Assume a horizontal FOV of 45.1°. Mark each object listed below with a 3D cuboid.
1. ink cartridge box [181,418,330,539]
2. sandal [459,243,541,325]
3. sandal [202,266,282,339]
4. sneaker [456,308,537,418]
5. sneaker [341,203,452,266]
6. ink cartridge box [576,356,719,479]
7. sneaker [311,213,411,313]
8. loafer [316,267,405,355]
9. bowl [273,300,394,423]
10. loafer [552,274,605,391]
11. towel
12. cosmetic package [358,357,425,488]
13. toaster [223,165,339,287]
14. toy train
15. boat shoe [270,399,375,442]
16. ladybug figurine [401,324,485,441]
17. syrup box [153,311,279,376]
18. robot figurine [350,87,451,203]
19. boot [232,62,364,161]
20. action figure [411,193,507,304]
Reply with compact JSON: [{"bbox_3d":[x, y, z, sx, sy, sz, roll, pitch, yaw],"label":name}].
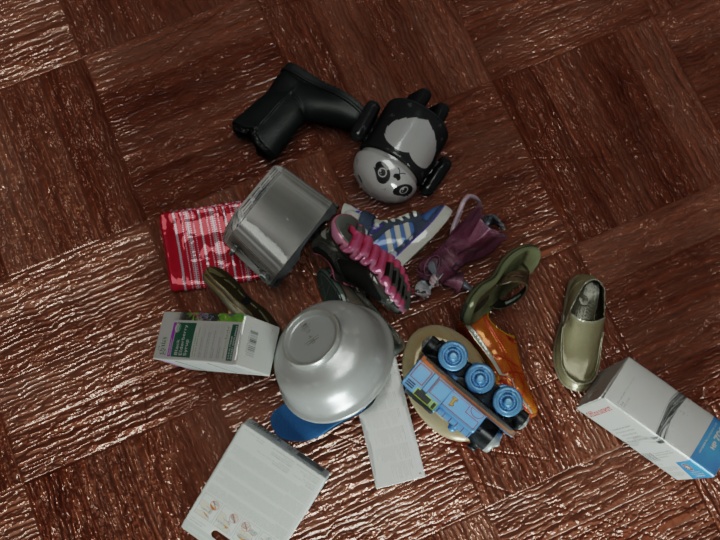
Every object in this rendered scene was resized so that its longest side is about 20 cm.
[{"bbox_3d":[-0.166,0.363,1.379,0.160,0.047,0.200,32,95,7],"label":"ink cartridge box"},{"bbox_3d":[0.238,0.032,1.418,0.057,0.080,0.201,27,52,31],"label":"sandal"},{"bbox_3d":[-0.193,0.078,1.425,0.200,0.080,0.054,45,105,5],"label":"sandal"},{"bbox_3d":[0.238,0.147,1.418,0.077,0.073,0.200,-28,81,-18],"label":"sneaker"},{"bbox_3d":[0.040,-0.078,1.460,0.200,0.081,0.146,-43,87,-4],"label":"sneaker"},{"bbox_3d":[0.460,0.236,1.360,0.200,0.146,0.086,37,77,7],"label":"ink cartridge box"},{"bbox_3d":[0.000,0.000,1.392,0.200,0.095,0.079,48,35,-19],"label":"sneaker"},{"bbox_3d":[-0.001,0.070,1.427,0.063,0.072,0.200,-19,57,-28],"label":"loafer"},{"bbox_3d":[-0.056,0.120,1.308,0.200,0.090,0.202,-14,53,20],"label":"bowl"},{"bbox_3d":[0.364,0.098,1.432,0.075,0.068,0.201,6,76,0],"label":"loafer"},{"bbox_3d":[-0.236,-0.047,1.479,0.199,0.022,0.145,-9,78,-4],"label":"towel"},{"bbox_3d":[0.041,0.243,1.399,0.082,0.051,0.201,-13,76,0],"label":"cosmetic package"},{"bbox_3d":[-0.132,-0.081,1.427,0.129,0.114,0.200,39,65,-6],"label":"toaster"},{"bbox_3d":[0.159,0.191,1.326,0.200,0.087,0.114,40,89,6],"label":"toy train"},{"bbox_3d":[-0.049,0.221,1.375,0.199,0.069,0.084,-18,92,28],"label":"boat shoe"},{"bbox_3d":[0.141,0.186,1.404,0.135,0.072,0.201,-23,78,-6],"label":"ladybug figurine"},{"bbox_3d":[-0.228,0.113,1.358,0.199,0.081,0.079,-1,72,39],"label":"syrup box"},{"bbox_3d":[0.072,-0.211,1.471,0.150,0.125,0.200,27,76,22],"label":"robot figurine"},{"bbox_3d":[-0.104,-0.251,1.502,0.200,0.076,0.168,33,74,14],"label":"boot"},{"bbox_3d":[0.146,-0.028,1.435,0.200,0.134,0.149,-40,52,9],"label":"action figure"}]
